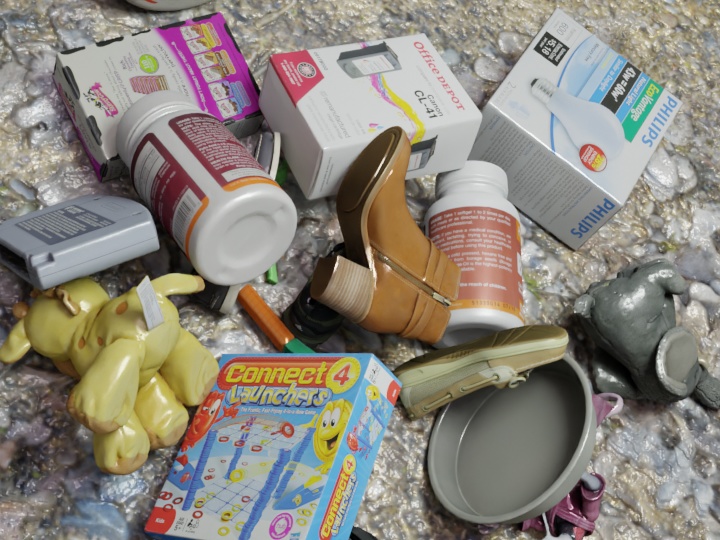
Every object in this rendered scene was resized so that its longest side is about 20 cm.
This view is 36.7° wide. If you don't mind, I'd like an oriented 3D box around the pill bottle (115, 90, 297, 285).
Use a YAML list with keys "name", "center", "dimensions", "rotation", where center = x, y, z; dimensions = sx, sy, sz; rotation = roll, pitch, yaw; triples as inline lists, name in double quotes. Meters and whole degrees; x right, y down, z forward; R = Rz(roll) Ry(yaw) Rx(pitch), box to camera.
- name: "pill bottle"
  center: [-0.159, -0.087, 1.078]
  dimensions: [0.114, 0.115, 0.200]
  rotation: [-21, 50, -26]

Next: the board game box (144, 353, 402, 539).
- name: "board game box"
  center: [-0.082, 0.175, 1.017]
  dimensions: [0.056, 0.199, 0.197]
  rotation: [48, 51, -39]

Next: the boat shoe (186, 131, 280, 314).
- name: "boat shoe"
  center: [-0.135, -0.057, 1.144]
  dimensions: [0.062, 0.073, 0.201]
  rotation: [18, 87, -8]

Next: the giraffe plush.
- name: "giraffe plush"
  center: [-0.250, 0.070, 1.029]
  dimensions: [0.161, 0.201, 0.172]
  rotation: [17, 32, 27]

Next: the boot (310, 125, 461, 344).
- name: "boot"
  center: [0.046, -0.031, 1.111]
  dimensions: [0.154, 0.074, 0.201]
  rotation: [23, 88, -28]

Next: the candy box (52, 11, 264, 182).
- name: "candy box"
  center: [-0.221, -0.195, 1.205]
  dimensions: [0.199, 0.061, 0.137]
  rotation: [-21, 78, -27]

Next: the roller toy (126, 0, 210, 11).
- name: "roller toy"
  center: [-0.209, -0.387, 1.228]
  dimensions: [0.181, 0.200, 0.140]
  rotation: [-19, 75, -12]

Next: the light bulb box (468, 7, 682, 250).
- name: "light bulb box"
  center: [0.252, -0.172, 1.331]
  dimensions: [0.200, 0.125, 0.199]
  rotation: [36, 60, 0]

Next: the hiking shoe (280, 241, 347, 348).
- name: "hiking shoe"
  center: [0.000, 0.000, 1.176]
  dimensions: [0.076, 0.101, 0.200]
  rotation: [41, 60, 0]

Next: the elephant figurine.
- name: "elephant figurine"
  center: [0.339, 0.097, 1.249]
  dimensions: [0.154, 0.142, 0.201]
  rotation: [-21, 91, 3]

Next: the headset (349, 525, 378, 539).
- name: "headset"
  center: [-0.026, 0.285, 1.043]
  dimensions: [0.123, 0.094, 0.201]
  rotation: [-11, 80, -24]

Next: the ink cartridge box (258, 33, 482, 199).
- name: "ink cartridge box"
  center: [0.009, -0.172, 1.186]
  dimensions: [0.199, 0.086, 0.148]
  rotation: [-15, 58, -25]

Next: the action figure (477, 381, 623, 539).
- name: "action figure"
  center: [0.212, 0.227, 1.169]
  dimensions: [0.148, 0.134, 0.201]
  rotation: [16, 58, -44]

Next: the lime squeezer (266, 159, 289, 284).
- name: "lime squeezer"
  center: [-0.090, -0.087, 1.219]
  dimensions: [0.070, 0.038, 0.201]
  rotation: [24, 60, -9]

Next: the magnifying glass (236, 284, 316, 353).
- name: "magnifying glass"
  center: [-0.061, 0.093, 1.135]
  dimensions: [0.022, 0.080, 0.200]
  rotation: [-34, 71, -31]

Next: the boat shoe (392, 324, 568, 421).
- name: "boat shoe"
  center: [0.128, 0.107, 1.132]
  dimensions: [0.073, 0.200, 0.063]
  rotation: [-30, 100, -64]

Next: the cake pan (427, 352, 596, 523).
- name: "cake pan"
  center: [0.158, 0.172, 1.118]
  dimensions: [0.037, 0.200, 0.201]
  rotation: [40, 55, -34]

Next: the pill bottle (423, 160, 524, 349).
- name: "pill bottle"
  center: [0.126, -0.016, 1.222]
  dimensions: [0.111, 0.112, 0.201]
  rotation: [9, 65, -16]

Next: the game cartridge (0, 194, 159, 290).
- name: "game cartridge"
  center: [-0.275, -0.033, 1.050]
  dimensions: [0.133, 0.200, 0.042]
  rotation: [-18, 109, -27]
